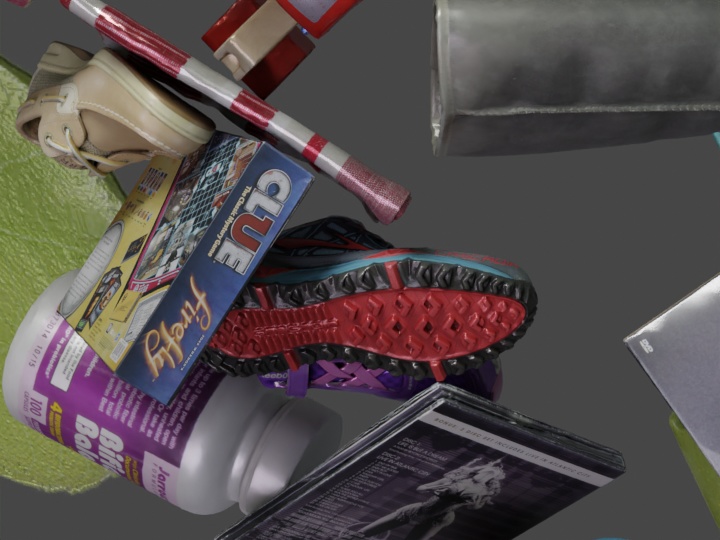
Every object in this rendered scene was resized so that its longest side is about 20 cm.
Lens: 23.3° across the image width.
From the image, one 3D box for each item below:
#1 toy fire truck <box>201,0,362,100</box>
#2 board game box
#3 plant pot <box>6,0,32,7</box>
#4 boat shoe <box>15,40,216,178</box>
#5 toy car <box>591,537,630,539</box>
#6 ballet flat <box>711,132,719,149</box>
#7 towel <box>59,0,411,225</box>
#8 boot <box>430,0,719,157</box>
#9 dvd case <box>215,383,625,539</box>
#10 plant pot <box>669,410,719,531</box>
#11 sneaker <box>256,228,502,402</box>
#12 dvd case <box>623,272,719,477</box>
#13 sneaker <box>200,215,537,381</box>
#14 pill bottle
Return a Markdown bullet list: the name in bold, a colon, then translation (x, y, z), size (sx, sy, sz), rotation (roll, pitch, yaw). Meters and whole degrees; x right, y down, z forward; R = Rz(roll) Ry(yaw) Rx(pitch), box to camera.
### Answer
- **toy fire truck**: translation (-0.028, -0.136, 0.851), size (0.141, 0.200, 0.049), rotation (-42, 96, 17)
- **board game box**: translation (-0.100, -0.011, 0.936), size (0.035, 0.136, 0.200), rotation (33, 177, -19)
- **plant pot**: translation (-0.210, -0.235, 0.878), size (0.179, 0.200, 0.200), rotation (34, 137, -15)
- **boat shoe**: translation (-0.141, -0.081, 0.961), size (0.072, 0.065, 0.200), rotation (36, 174, -30)
- **toy car**: translation (0.059, 0.227, 1.002), size (0.200, 0.185, 0.177), rotation (34, 140, -23)
- **ballet flat**: translation (0.149, -0.141, 0.794), size (0.072, 0.072, 0.201), rotation (-23, 108, 43)
- **towel**: translation (-0.062, -0.083, 0.918), size (0.200, 0.144, 0.023), rotation (32, 91, 0)
- **boot**: translation (0.129, -0.102, 0.707), size (0.199, 0.073, 0.182), rotation (8, 143, 1)
- **dvd case**: translation (0.033, 0.137, 1.022), size (0.148, 0.016, 0.200), rotation (23, 135, -35)
- **plant pot**: translation (0.252, 0.115, 0.845), size (0.200, 0.200, 0.190), rotation (-35, 87, 45)
- **sneaker**: translation (-0.016, 0.044, 1.021), size (0.200, 0.088, 0.081), rotation (24, 132, 15)
- **dvd case**: translation (0.241, 0.034, 0.770), size (0.200, 0.016, 0.149), rotation (-35, 75, 5)
- **sneaker**: translation (0.000, 0.000, 0.946), size (0.199, 0.096, 0.079), rotation (0, 130, 18)
- **pill bottle**: translation (-0.116, 0.086, 1.103), size (0.200, 0.112, 0.112), rotation (25, 133, 16)
